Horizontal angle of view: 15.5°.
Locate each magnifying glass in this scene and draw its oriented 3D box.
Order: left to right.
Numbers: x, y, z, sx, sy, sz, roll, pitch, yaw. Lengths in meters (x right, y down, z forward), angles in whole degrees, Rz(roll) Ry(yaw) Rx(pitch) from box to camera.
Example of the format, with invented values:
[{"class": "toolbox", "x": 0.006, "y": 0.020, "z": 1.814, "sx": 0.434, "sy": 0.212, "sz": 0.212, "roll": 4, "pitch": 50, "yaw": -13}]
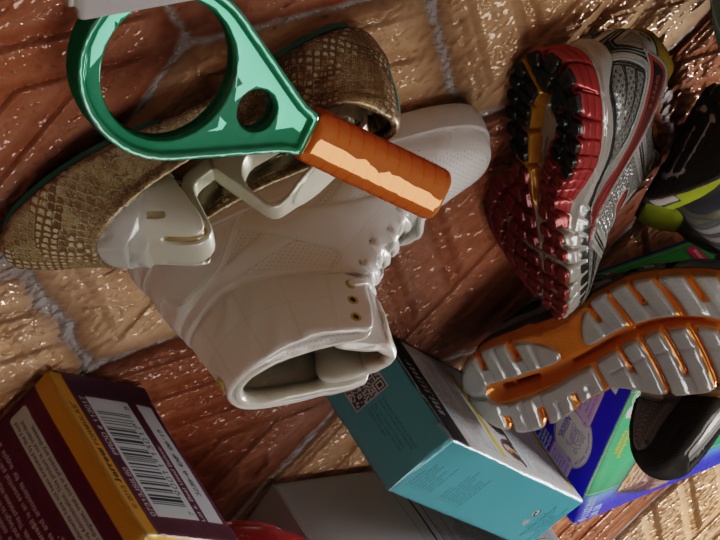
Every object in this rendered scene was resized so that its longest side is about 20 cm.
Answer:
[{"class": "magnifying glass", "x": -0.041, "y": -0.068, "z": 1.160, "sx": 0.199, "sy": 0.022, "sz": 0.080, "roll": 24, "pitch": 97, "yaw": -35}]

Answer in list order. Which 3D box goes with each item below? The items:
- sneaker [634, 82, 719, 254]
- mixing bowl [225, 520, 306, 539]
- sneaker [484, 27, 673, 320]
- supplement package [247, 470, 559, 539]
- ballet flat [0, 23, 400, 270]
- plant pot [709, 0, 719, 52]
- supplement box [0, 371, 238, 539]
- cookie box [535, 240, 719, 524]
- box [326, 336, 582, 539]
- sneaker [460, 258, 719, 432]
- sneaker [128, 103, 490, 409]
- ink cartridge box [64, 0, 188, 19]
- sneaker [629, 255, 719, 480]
[{"class": "sneaker", "x": 0.201, "y": -0.046, "z": 1.414, "sx": 0.074, "sy": 0.081, "sz": 0.200, "roll": -61, "pitch": 176, "yaw": -1}, {"class": "mixing bowl", "x": -0.076, "y": 0.206, "z": 1.451, "sx": 0.199, "sy": 0.109, "sz": 0.200, "roll": -11, "pitch": 154, "yaw": -5}, {"class": "sneaker", "x": 0.122, "y": -0.048, "z": 1.393, "sx": 0.082, "sy": 0.078, "sz": 0.201, "roll": -24, "pitch": 150, "yaw": -23}, {"class": "supplement package", "x": 0.009, "y": 0.235, "z": 1.631, "sx": 0.199, "sy": 0.147, "sz": 0.192, "roll": -3, "pitch": 138, "yaw": -45}, {"class": "ballet flat", "x": -0.068, "y": -0.043, "z": 1.205, "sx": 0.199, "sy": 0.065, "sz": 0.071, "roll": -32, "pitch": 152, "yaw": -6}, {"class": "plant pot", "x": 0.268, "y": -0.131, "z": 1.312, "sx": 0.160, "sy": 0.201, "sz": 0.201, "roll": 19, "pitch": 122, "yaw": -44}, {"class": "supplement box", "x": -0.173, "y": 0.161, "z": 1.357, "sx": 0.200, "sy": 0.111, "sz": 0.085, "roll": -45, "pitch": 151, "yaw": 19}, {"class": "cookie box", "x": 0.213, "y": 0.054, "z": 1.650, "sx": 0.199, "sy": 0.075, "sz": 0.172, "roll": -19, "pitch": 147, "yaw": -29}, {"class": "box", "x": 0.056, "y": 0.102, "z": 1.548, "sx": 0.049, "sy": 0.082, "sz": 0.200, "roll": -40, "pitch": 151, "yaw": 12}, {"class": "sneaker", "x": 0.150, "y": 0.029, "z": 1.492, "sx": 0.199, "sy": 0.079, "sz": 0.077, "roll": -15, "pitch": -157, "yaw": 32}, {"class": "sneaker", "x": 0.000, "y": 0.000, "z": 1.295, "sx": 0.199, "sy": 0.116, "sz": 0.074, "roll": -26, "pitch": 149, "yaw": -19}, {"class": "ink cartridge box", "x": -0.022, "y": -0.184, "z": 0.981, "sx": 0.199, "sy": 0.084, "sz": 0.145, "roll": -13, "pitch": 146, "yaw": -16}, {"class": "sneaker", "x": 0.241, "y": 0.051, "z": 1.530, "sx": 0.115, "sy": 0.075, "sz": 0.201, "roll": 36, "pitch": 76, "yaw": -32}]
